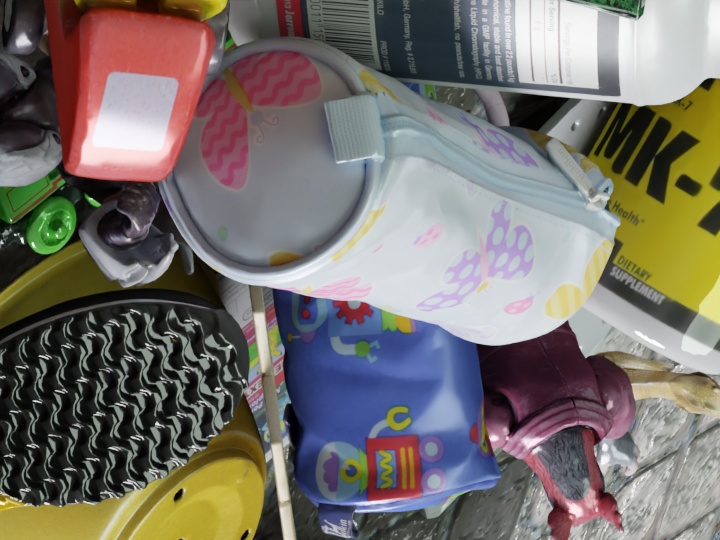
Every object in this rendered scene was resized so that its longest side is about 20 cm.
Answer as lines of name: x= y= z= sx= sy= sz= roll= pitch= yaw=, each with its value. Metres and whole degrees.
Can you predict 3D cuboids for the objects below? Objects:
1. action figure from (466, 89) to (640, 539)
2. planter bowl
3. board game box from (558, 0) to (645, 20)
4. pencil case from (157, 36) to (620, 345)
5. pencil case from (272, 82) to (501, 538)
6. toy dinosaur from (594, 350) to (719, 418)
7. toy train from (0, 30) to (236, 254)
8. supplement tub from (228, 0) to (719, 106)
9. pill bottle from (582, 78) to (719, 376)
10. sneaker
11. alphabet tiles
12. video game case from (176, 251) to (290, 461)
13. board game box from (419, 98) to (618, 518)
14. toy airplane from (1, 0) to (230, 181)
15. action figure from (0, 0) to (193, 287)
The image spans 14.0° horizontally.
action figure: x=0.067 y=0.024 z=1.234 sx=0.133 sy=0.200 sz=0.149 roll=-12 pitch=147 yaw=-30
planter bowl: x=-0.097 y=0.089 z=1.138 sx=0.200 sy=0.083 sz=0.201 roll=-38 pitch=147 yaw=-30
board game box: x=0.006 y=-0.154 z=0.949 sx=0.023 sy=0.199 sz=0.105 roll=-41 pitch=144 yaw=-77
pencil case: x=0.015 y=-0.024 z=1.021 sx=0.200 sy=0.090 sz=0.084 roll=15 pitch=78 yaw=-59
pencil case: x=0.000 y=0.000 z=1.157 sx=0.078 sy=0.086 sz=0.201 roll=-21 pitch=102 yaw=-72
toy dinosaur: x=0.079 y=0.058 z=1.379 sx=0.101 sy=0.199 sz=0.058 roll=26 pitch=56 yaw=-88
toy train: x=-0.118 y=-0.039 z=1.062 sx=0.200 sy=0.042 sz=0.057 roll=-42 pitch=139 yaw=-24
supplement tub: x=0.057 y=-0.132 z=1.027 sx=0.140 sy=0.199 sz=0.141 roll=6 pitch=90 yaw=-81
pill bottle: x=0.175 y=-0.062 z=1.360 sx=0.114 sy=0.114 sz=0.201 roll=13 pitch=109 yaw=-60
sneaker: x=-0.138 y=0.053 z=1.025 sx=0.199 sy=0.090 sz=0.070 roll=-26 pitch=111 yaw=-7
alphabet tiles: x=-0.035 y=0.048 z=1.136 sx=0.006 sy=0.167 sz=0.200 roll=-8 pitch=136 yaw=-2
video game case: x=-0.095 y=0.059 z=1.222 sx=0.200 sy=0.023 sz=0.183 roll=-40 pitch=149 yaw=-28
board game box: x=0.078 y=0.000 z=1.423 sx=0.200 sy=0.026 sz=0.200 roll=-45 pitch=150 yaw=-18
toy airplane: x=-0.057 y=-0.152 z=0.875 sx=0.200 sy=0.199 sz=0.141 roll=-39 pitch=-166 yaw=-5
action figure: x=-0.113 y=-0.051 z=0.978 sx=0.200 sy=0.130 sz=0.069 roll=-6 pitch=150 yaw=-49
